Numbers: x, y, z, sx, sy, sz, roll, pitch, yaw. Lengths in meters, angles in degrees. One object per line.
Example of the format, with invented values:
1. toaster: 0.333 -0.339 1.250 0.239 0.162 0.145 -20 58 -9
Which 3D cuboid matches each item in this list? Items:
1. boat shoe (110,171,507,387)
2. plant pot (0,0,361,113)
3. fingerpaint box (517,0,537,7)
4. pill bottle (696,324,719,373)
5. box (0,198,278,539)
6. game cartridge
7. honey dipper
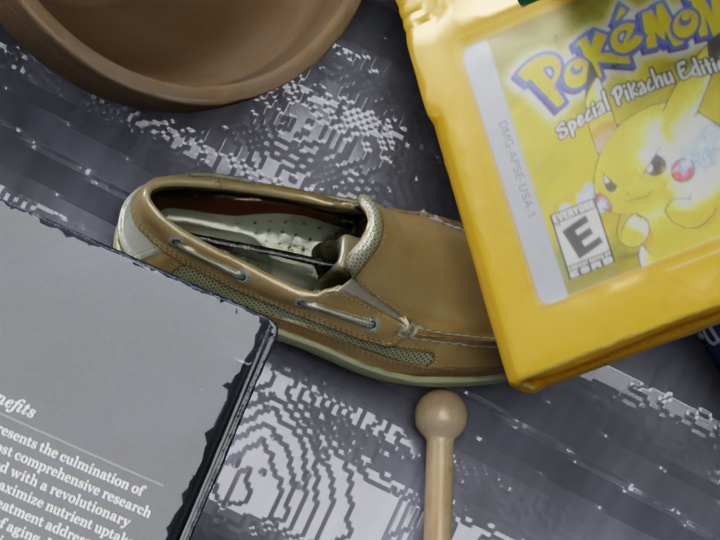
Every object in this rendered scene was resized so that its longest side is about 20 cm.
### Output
1. boat shoe: 0.000 0.000 1.149 0.200 0.076 0.072 7 65 -11
2. plant pot: -0.096 -0.157 1.143 0.201 0.093 0.201 7 77 -35
3. fingerpaint box: 0.124 -0.217 1.100 0.200 0.073 0.167 -23 51 12
4. pill bottle: 0.193 0.009 1.172 0.112 0.112 0.200 -29 85 -15
5. box: -0.132 0.100 1.025 0.124 0.200 0.197 26 75 -4
6. game cartridge: 0.113 -0.073 1.118 0.176 0.032 0.200 -22 73 17
7. honey dipper: 0.032 0.147 1.154 0.038 0.038 0.200 6 74 -10
